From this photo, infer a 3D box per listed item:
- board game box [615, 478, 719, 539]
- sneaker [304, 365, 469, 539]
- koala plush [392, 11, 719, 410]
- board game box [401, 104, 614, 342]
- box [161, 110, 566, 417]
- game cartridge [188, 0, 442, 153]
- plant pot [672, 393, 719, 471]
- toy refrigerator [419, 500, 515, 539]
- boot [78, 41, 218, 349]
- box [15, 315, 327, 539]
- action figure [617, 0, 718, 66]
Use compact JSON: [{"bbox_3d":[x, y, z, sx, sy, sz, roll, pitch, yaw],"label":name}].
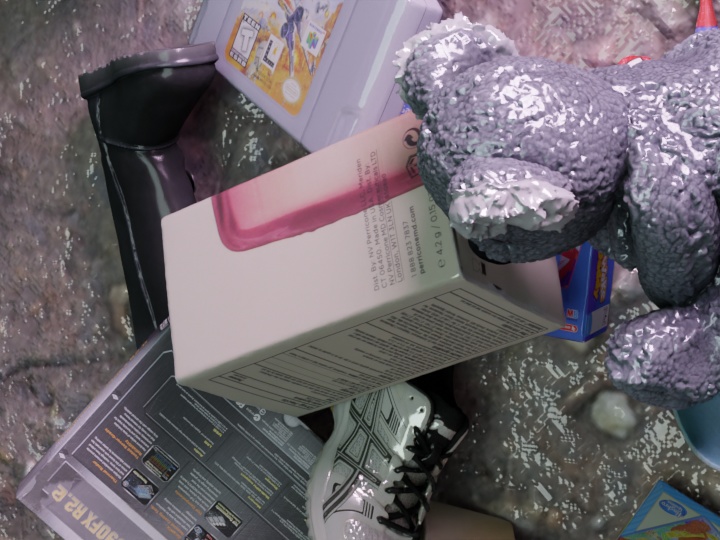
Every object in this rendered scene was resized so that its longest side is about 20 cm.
[{"bbox_3d":[0.221,0.228,0.993,0.200,0.135,0.034,32,151,20],"label":"board game box"},{"bbox_3d":[0.022,0.113,1.058,0.087,0.075,0.201,-20,55,38],"label":"sneaker"},{"bbox_3d":[0.116,-0.055,0.880,0.178,0.199,0.184,-101,32,-47],"label":"koala plush"},{"bbox_3d":[0.063,-0.042,1.078,0.199,0.045,0.135,12,103,26],"label":"board game box"},{"bbox_3d":[0.000,0.000,1.005,0.199,0.128,0.110,-20,66,28],"label":"box"},{"bbox_3d":[-0.033,-0.161,1.073,0.200,0.041,0.134,42,121,43],"label":"game cartridge"},{"bbox_3d":[0.270,0.021,0.915,0.134,0.200,0.201,12,108,-16],"label":"plant pot"},{"bbox_3d":[0.063,0.220,1.031,0.070,0.200,0.076,16,106,-5],"label":"toy refrigerator"},{"bbox_3d":[-0.123,-0.042,1.133,0.165,0.065,0.201,-4,96,65],"label":"boot"},{"bbox_3d":[-0.096,0.149,1.111,0.200,0.048,0.159,42,89,-8],"label":"box"},{"bbox_3d":[0.238,-0.126,0.963,0.199,0.065,0.100,5,107,26],"label":"action figure"}]
